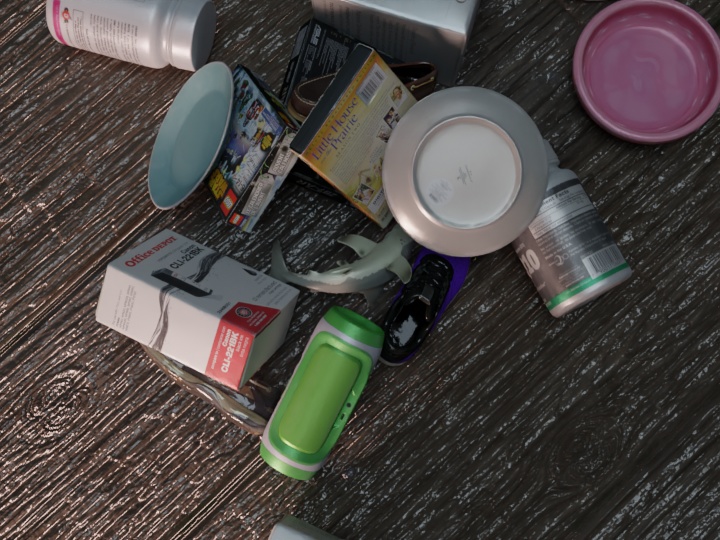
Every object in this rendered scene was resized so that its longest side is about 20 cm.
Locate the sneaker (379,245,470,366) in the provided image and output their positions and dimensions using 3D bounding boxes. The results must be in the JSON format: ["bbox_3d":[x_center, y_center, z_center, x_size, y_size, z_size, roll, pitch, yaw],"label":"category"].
[{"bbox_3d":[0.084,0.028,1.141,0.069,0.100,0.201,28,82,5],"label":"sneaker"}]

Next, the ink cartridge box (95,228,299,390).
[{"bbox_3d":[-0.195,0.042,1.113,0.199,0.144,0.084,24,115,9],"label":"ink cartridge box"}]

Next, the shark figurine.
[{"bbox_3d":[-0.013,0.014,1.164,0.212,0.090,0.129,-16,45,-9],"label":"shark figurine"}]

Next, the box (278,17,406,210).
[{"bbox_3d":[-0.028,-0.199,1.183,0.159,0.043,0.202,20,79,-23],"label":"box"}]

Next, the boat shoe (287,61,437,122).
[{"bbox_3d":[0.005,-0.225,1.127,0.199,0.071,0.071,-14,58,-31],"label":"boat shoe"}]

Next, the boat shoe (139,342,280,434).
[{"bbox_3d":[-0.187,0.125,1.154,0.199,0.075,0.074,36,72,-1],"label":"boat shoe"}]

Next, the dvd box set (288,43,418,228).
[{"bbox_3d":[0.014,-0.154,1.097,0.029,0.200,0.147,32,88,38],"label":"dvd box set"}]

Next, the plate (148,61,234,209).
[{"bbox_3d":[-0.210,-0.169,1.168,0.025,0.199,0.202,21,78,-36],"label":"plate"}]

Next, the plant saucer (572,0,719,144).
[{"bbox_3d":[0.377,-0.259,1.212,0.198,0.051,0.203,-1,79,3],"label":"plant saucer"}]

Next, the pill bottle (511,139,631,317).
[{"bbox_3d":[0.241,-0.054,1.146,0.112,0.113,0.201,-27,79,-3],"label":"pill bottle"}]

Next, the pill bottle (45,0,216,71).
[{"bbox_3d":[-0.300,-0.334,1.216,0.198,0.113,0.114,16,80,5],"label":"pill bottle"}]

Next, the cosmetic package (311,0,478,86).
[{"bbox_3d":[0.057,-0.368,1.185,0.198,0.166,0.169,17,80,4],"label":"cosmetic package"}]

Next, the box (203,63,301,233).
[{"bbox_3d":[-0.144,-0.155,1.133,0.137,0.040,0.200,-55,38,15],"label":"box"}]

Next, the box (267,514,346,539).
[{"bbox_3d":[-0.045,0.417,1.057,0.197,0.131,0.201,23,81,6],"label":"box"}]

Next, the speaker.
[{"bbox_3d":[-0.046,0.148,1.111,0.088,0.088,0.201,28,97,7],"label":"speaker"}]

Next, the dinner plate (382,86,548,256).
[{"bbox_3d":[0.124,-0.115,1.083,0.198,0.024,0.202,0,98,3],"label":"dinner plate"}]
